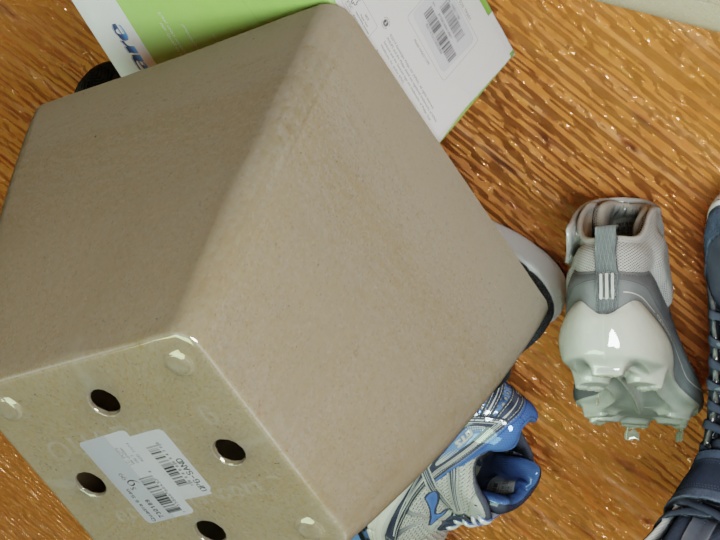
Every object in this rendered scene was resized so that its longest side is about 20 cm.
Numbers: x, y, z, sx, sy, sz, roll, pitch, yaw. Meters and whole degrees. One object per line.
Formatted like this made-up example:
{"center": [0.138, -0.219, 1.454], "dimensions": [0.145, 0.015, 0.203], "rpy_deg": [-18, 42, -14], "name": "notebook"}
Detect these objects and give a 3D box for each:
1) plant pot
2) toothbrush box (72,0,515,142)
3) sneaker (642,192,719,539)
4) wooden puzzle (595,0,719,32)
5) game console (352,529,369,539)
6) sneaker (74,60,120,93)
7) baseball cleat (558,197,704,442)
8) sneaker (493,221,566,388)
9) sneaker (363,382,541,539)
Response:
{"center": [-0.061, 0.029, 1.133], "dimensions": [0.199, 0.178, 0.200], "rpy_deg": [-16, 124, 34], "name": "plant pot"}
{"center": [-0.045, -0.135, 1.199], "dimensions": [0.199, 0.086, 0.146], "rpy_deg": [3, 134, 47], "name": "toothbrush box"}
{"center": [0.180, 0.075, 1.150], "dimensions": [0.077, 0.146, 0.203], "rpy_deg": [14, 139, 42], "name": "sneaker"}
{"center": [0.084, -0.181, 1.026], "dimensions": [0.184, 0.046, 0.201], "rpy_deg": [19, 143, 35], "name": "wooden puzzle"}
{"center": [-0.052, 0.182, 1.578], "dimensions": [0.172, 0.118, 0.201], "rpy_deg": [44, 163, 52], "name": "game console"}
{"center": [-0.107, -0.029, 1.428], "dimensions": [0.200, 0.076, 0.115], "rpy_deg": [47, 153, -10], "name": "sneaker"}
{"center": [0.138, 0.023, 1.217], "dimensions": [0.069, 0.107, 0.200], "rpy_deg": [3, 168, 8], "name": "baseball cleat"}
{"center": [0.000, 0.000, 1.297], "dimensions": [0.199, 0.112, 0.073], "rpy_deg": [27, 147, 25], "name": "sneaker"}
{"center": [0.058, 0.123, 1.431], "dimensions": [0.085, 0.077, 0.201], "rpy_deg": [29, 149, 13], "name": "sneaker"}
